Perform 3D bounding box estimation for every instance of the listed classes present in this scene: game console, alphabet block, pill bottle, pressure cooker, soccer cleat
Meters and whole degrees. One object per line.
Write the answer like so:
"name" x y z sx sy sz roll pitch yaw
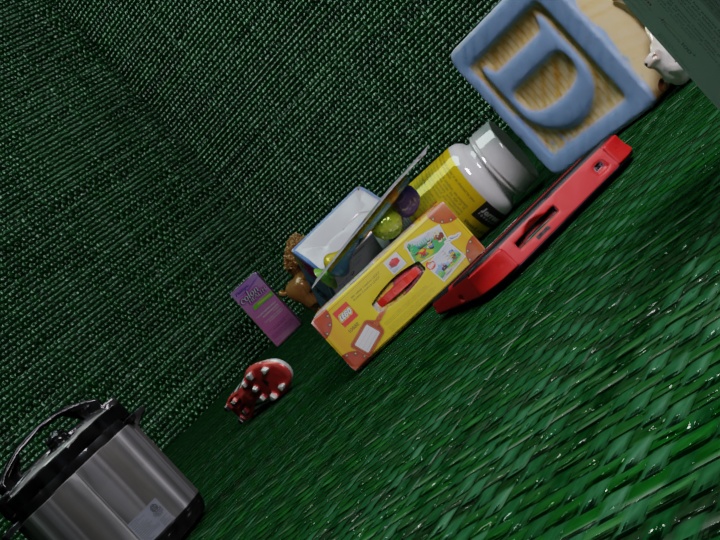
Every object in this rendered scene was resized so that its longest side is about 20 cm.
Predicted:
"game console" 0.158 -0.038 1.119 0.200 0.031 0.177 -43 -2 -15
"alphabet block" 0.261 -0.266 1.382 0.200 0.196 0.195 -44 4 -35
"pill bottle" 0.120 -0.087 1.520 0.200 0.114 0.114 -42 2 18
"pressure cooker" -0.294 0.247 1.343 0.179 0.200 0.176 -42 3 19
"soccer cleat" -0.152 0.176 1.911 0.085 0.069 0.200 -50 2 -39

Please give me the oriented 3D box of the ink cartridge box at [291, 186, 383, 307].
"ink cartridge box" 0.000 0.000 1.670 0.136 0.076 0.200 -44 -35 -14

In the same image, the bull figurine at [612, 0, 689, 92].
"bull figurine" 0.344 -0.277 1.258 0.200 0.122 0.065 -37 -8 -20

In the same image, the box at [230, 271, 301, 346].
"box" -0.267 0.108 3.436 0.097 0.200 0.176 -43 2 -2

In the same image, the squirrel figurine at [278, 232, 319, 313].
"squirrel figurine" -0.134 0.012 2.894 0.141 0.200 0.187 -34 -6 27

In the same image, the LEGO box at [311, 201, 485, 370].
"LEGO box" 0.043 0.014 1.400 0.200 0.077 0.149 -43 2 2

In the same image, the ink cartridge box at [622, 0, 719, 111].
"ink cartridge box" 0.202 -0.175 0.632 0.084 0.200 0.176 -42 2 -4

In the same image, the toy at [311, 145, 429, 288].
"toy" 0.024 -0.055 1.431 0.200 0.047 0.115 -46 4 16
